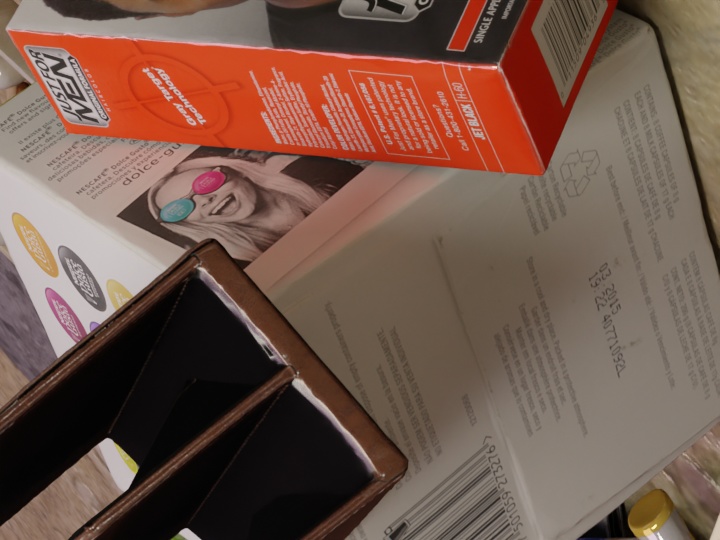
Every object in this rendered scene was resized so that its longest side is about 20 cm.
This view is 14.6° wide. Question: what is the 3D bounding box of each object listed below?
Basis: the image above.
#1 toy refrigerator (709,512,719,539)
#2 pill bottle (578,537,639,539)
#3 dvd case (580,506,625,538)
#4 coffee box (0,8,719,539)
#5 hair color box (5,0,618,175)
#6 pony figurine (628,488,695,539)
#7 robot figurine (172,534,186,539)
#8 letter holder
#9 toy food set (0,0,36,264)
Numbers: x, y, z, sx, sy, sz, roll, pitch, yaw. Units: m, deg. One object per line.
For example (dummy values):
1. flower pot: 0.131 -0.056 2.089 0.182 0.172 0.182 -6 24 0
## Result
1. toy refrigerator: 0.175 0.063 0.914 0.076 0.070 0.200 39 128 34
2. pill bottle: 0.082 0.186 1.326 0.120 0.120 0.200 56 152 -13
3. dvd case: 0.066 0.060 1.338 0.149 0.016 0.200 38 156 34
4. coffee box: 0.000 0.000 1.106 0.198 0.200 0.200 31 150 44
5. hair color box: -0.015 -0.097 1.007 0.200 0.102 0.061 5 144 28
6. pony figurine: 0.180 0.206 1.169 0.200 0.167 0.193 46 -168 -16
7. robot figurine: -0.048 0.145 1.454 0.116 0.200 0.176 20 143 46
8. letter holder: -0.088 0.097 0.963 0.101 0.142 0.200 49 158 6
9. toy food set: -0.160 -0.044 1.494 0.144 0.060 0.200 42 155 23
